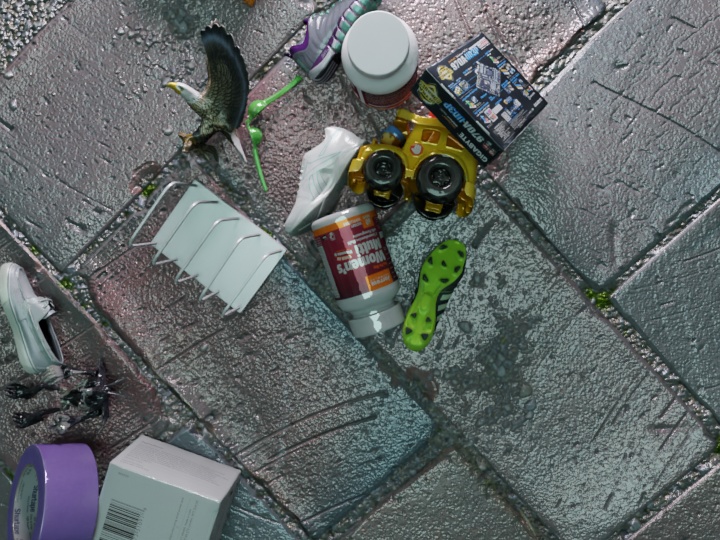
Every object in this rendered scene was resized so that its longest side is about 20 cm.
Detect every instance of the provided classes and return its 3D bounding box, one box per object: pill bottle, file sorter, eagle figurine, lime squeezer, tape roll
[{"bbox_3d":[0.000,0.000,0.989,0.109,0.110,0.201,-19,94,6],"label":"pill bottle"},{"bbox_3d":[-0.250,-0.035,0.998,0.200,0.125,0.139,37,97,0],"label":"file sorter"},{"bbox_3d":[0.031,-0.314,0.911,0.112,0.200,0.114,0,96,4],"label":"pill bottle"},{"bbox_3d":[-0.227,-0.277,0.953,0.152,0.151,0.200,35,103,20],"label":"eagle figurine"},{"bbox_3d":[-0.162,-0.239,1.022,0.070,0.038,0.201,15,96,-29],"label":"lime squeezer"},{"bbox_3d":[-0.521,0.395,1.021,0.200,0.085,0.201,-14,71,45],"label":"tape roll"}]

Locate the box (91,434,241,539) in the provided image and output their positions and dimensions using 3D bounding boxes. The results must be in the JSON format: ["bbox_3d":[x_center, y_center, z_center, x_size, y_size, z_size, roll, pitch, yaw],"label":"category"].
[{"bbox_3d":[-0.340,0.425,1.044,0.199,0.131,0.200,19,96,2],"label":"box"}]

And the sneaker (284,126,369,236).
[{"bbox_3d":[-0.070,-0.148,1.009,0.080,0.070,0.201,37,94,15],"label":"sneaker"}]

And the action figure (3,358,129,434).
[{"bbox_3d":[-0.514,0.224,1.055,0.199,0.102,0.119,-13,83,7],"label":"action figure"}]

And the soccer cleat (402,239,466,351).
[{"bbox_3d":[0.119,0.041,1.009,0.067,0.081,0.201,23,75,10],"label":"soccer cleat"}]

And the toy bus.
[{"bbox_3d":[0.094,-0.192,0.961,0.199,0.136,0.193,12,83,5],"label":"toy bus"}]

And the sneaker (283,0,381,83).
[{"bbox_3d":[-0.041,-0.407,0.973,0.087,0.074,0.200,38,98,5],"label":"sneaker"}]

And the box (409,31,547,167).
[{"bbox_3d":[0.186,-0.263,0.915,0.159,0.200,0.046,46,138,-1],"label":"box"}]

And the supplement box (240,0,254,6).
[{"bbox_3d":[-0.239,-0.539,0.973,0.200,0.074,0.126,31,97,1],"label":"supplement box"}]

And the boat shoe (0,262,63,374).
[{"bbox_3d":[-0.572,0.080,1.067,0.071,0.070,0.202,-13,98,-6],"label":"boat shoe"}]
